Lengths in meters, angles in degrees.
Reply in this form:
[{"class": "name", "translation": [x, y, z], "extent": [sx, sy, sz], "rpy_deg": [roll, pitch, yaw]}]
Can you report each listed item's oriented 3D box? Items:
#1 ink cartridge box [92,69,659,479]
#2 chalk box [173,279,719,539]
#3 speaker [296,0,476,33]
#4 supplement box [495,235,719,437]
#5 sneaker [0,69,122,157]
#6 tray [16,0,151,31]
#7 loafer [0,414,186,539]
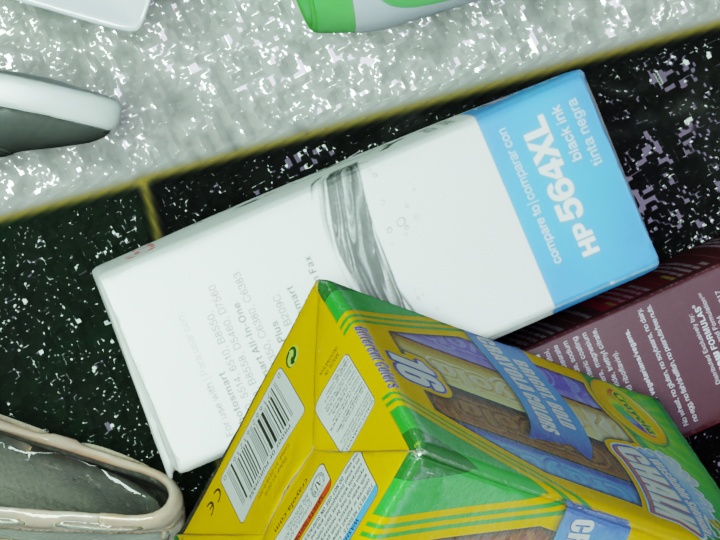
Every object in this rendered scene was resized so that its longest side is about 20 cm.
[{"class": "ink cartridge box", "translation": [0.000, 0.000, 1.161], "extent": [0.199, 0.146, 0.085], "rpy_deg": [-22, 93, -5]}, {"class": "chalk box", "translation": [0.056, 0.109, 1.069], "extent": [0.200, 0.124, 0.125], "rpy_deg": [20, 110, -26]}, {"class": "speaker", "translation": [0.065, -0.159, 1.199], "extent": [0.199, 0.088, 0.089], "rpy_deg": [-17, 91, -5]}, {"class": "supplement box", "translation": [0.107, 0.038, 1.190], "extent": [0.199, 0.109, 0.061], "rpy_deg": [-23, 93, -4]}, {"class": "sneaker", "translation": [-0.195, -0.035, 1.185], "extent": [0.199, 0.071, 0.100], "rpy_deg": [2, 91, 1]}, {"class": "tray", "translation": [-0.112, -0.202, 1.171], "extent": [0.107, 0.022, 0.201], "rpy_deg": [15, 89, -5]}, {"class": "loafer", "translation": [-0.164, 0.076, 1.178], "extent": [0.199, 0.063, 0.072], "rpy_deg": [15, 58, -6]}]
